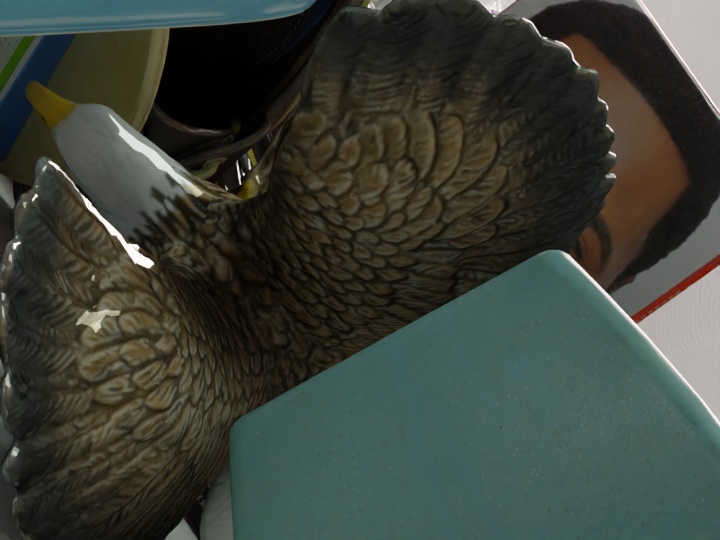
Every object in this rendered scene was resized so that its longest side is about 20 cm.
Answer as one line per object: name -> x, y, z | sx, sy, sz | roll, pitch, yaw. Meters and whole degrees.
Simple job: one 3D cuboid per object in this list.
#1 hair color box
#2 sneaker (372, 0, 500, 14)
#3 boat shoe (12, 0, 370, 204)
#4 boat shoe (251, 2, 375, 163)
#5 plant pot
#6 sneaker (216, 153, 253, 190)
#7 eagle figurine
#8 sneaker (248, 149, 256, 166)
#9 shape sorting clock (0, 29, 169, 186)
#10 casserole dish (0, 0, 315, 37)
hair color box -> 0.021, 0.001, 0.828 | 0.102, 0.200, 0.061 | 54, 5, 6
sneaker -> -0.015, -0.095, 1.004 | 0.200, 0.073, 0.114 | 26, 5, -43
boat shoe -> -0.051, -0.063, 0.808 | 0.072, 0.200, 0.060 | 27, 38, -20
boat shoe -> 0.000, -0.001, 0.898 | 0.072, 0.066, 0.202 | -12, 85, -79
plant pot -> 0.057, 0.109, 0.616 | 0.201, 0.141, 0.141 | 64, 8, 21
sneaker -> -0.096, -0.080, 0.928 | 0.201, 0.078, 0.077 | 65, 25, 5
eagle figurine -> -0.031, 0.004, 0.690 | 0.150, 0.153, 0.200 | 13, -1, -16
sneaker -> -0.003, -0.029, 1.041 | 0.078, 0.090, 0.200 | 61, 2, -6
shape sorting clock -> -0.109, -0.122, 0.787 | 0.200, 0.039, 0.201 | 25, -57, 45
casserole dish -> -0.084, -0.081, 0.648 | 0.121, 0.199, 0.039 | -84, 170, -76
